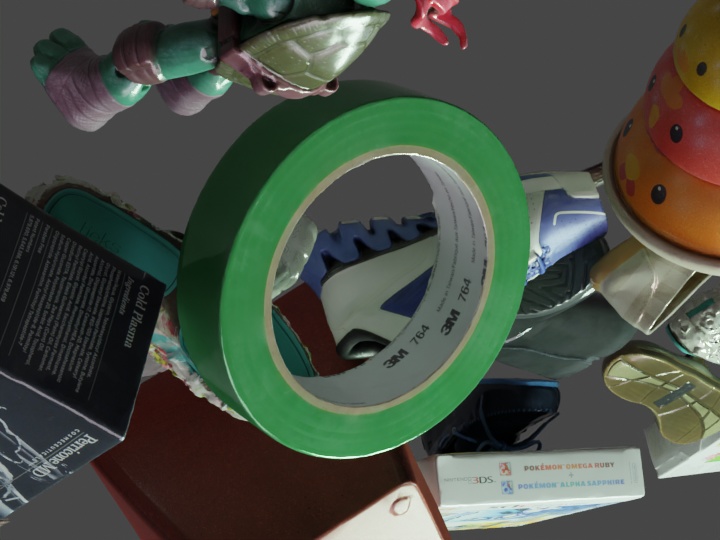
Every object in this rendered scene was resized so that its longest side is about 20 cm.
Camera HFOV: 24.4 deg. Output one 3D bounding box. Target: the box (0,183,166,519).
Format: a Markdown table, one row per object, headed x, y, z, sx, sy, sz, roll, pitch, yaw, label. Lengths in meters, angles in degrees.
| x | y | z | sx | sy | sz | roll | pitch | yaw | label |
| --- | --- | --- | --- | --- | --- | --- | --- | --- | --- |
| -0.235 | 0.041 | 0.857 | 0.182 | 0.104 | 0.200 | 32 | 136 | -26 | box |

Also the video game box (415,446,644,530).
| x | y | z | sx | sy | sz | roll | pitch | yaw | label |
| --- | --- | --- | --- | --- | --- | --- | --- | --- | --- |
| 0.098 | 0.179 | 1.341 | 0.182 | 0.047 | 0.200 | 3 | 164 | -23 | video game box |

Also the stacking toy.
| x | y | z | sx | sy | sz | roll | pitch | yaw | label |
| --- | --- | --- | --- | --- | --- | --- | --- | --- | --- |
| 0.206 | -0.107 | 0.878 | 0.146 | 0.146 | 0.200 | -11 | 139 | -7 | stacking toy |

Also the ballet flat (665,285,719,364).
| x | y | z | sx | sy | sz | roll | pitch | yaw | label |
| --- | --- | --- | --- | --- | --- | --- | --- | --- | --- |
| 0.326 | 0.054 | 1.386 | 0.072 | 0.072 | 0.200 | -27 | 155 | 30 | ballet flat |

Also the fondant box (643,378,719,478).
| x | y | z | sx | sy | sz | roll | pitch | yaw | label |
| --- | --- | --- | --- | --- | --- | --- | --- | --- | --- |
| 0.411 | 0.153 | 1.689 | 0.200 | 0.058 | 0.144 | -4 | 156 | -27 | fondant box |

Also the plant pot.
| x | y | z | sx | sy | sz | roll | pitch | yaw | label |
| --- | --- | --- | --- | --- | --- | --- | --- | --- | --- |
| -0.039 | 0.164 | 1.110 | 0.200 | 0.176 | 0.200 | -32 | 131 | -10 | plant pot |

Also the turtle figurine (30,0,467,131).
| x | y | z | sx | sy | sz | roll | pitch | yaw | label |
| --- | --- | --- | --- | --- | --- | --- | --- | --- | --- |
| -0.040 | -0.118 | 0.697 | 0.200 | 0.101 | 0.150 | -25 | 157 | 39 | turtle figurine |

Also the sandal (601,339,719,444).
| x | y | z | sx | sy | sz | roll | pitch | yaw | label |
| --- | --- | --- | --- | --- | --- | --- | --- | --- | --- |
| 0.278 | 0.098 | 1.490 | 0.080 | 0.054 | 0.200 | -31 | 139 | 25 | sandal |

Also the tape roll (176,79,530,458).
| x | y | z | sx | sy | sz | roll | pitch | yaw | label |
| --- | --- | --- | --- | --- | --- | --- | --- | --- | --- |
| 0.000 | 0.000 | 0.893 | 0.200 | 0.200 | 0.048 | 4 | -166 | -37 | tape roll |

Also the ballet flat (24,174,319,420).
| x | y | z | sx | sy | sz | roll | pitch | yaw | label |
| --- | --- | --- | --- | --- | --- | --- | --- | --- | --- |
| -0.108 | 0.017 | 0.937 | 0.200 | 0.076 | 0.064 | 41 | 159 | -16 | ballet flat |

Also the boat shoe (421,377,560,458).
| x | y | z | sx | sy | sz | roll | pitch | yaw | label |
| --- | --- | --- | --- | --- | --- | --- | --- | --- | --- |
| 0.111 | 0.131 | 1.377 | 0.084 | 0.069 | 0.200 | 7 | 165 | -14 | boat shoe |

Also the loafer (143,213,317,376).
| x | y | z | sx | sy | sz | roll | pitch | yaw | label |
| --- | --- | --- | --- | --- | --- | --- | --- | --- | --- |
| -0.107 | 0.005 | 1.008 | 0.070 | 0.070 | 0.200 | 39 | 133 | -18 | loafer |

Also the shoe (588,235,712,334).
| x | y | z | sx | sy | sz | roll | pitch | yaw | label |
| --- | --- | --- | --- | --- | --- | --- | --- | --- | --- |
| 0.239 | -0.034 | 1.055 | 0.200 | 0.053 | 0.070 | -37 | 154 | 3 | shoe |

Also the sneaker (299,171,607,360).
| x | y | z | sx | sy | sz | roll | pitch | yaw | label |
| --- | --- | --- | --- | --- | --- | --- | --- | --- | --- |
| 0.065 | 0.017 | 1.059 | 0.199 | 0.115 | 0.081 | -15 | 159 | 3 | sneaker |

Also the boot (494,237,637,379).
| x | y | z | sx | sy | sz | roll | pitch | yaw | label |
| --- | --- | --- | --- | --- | --- | --- | --- | --- | --- |
| 0.149 | 0.026 | 1.199 | 0.165 | 0.066 | 0.200 | -19 | 157 | 33 | boot |
